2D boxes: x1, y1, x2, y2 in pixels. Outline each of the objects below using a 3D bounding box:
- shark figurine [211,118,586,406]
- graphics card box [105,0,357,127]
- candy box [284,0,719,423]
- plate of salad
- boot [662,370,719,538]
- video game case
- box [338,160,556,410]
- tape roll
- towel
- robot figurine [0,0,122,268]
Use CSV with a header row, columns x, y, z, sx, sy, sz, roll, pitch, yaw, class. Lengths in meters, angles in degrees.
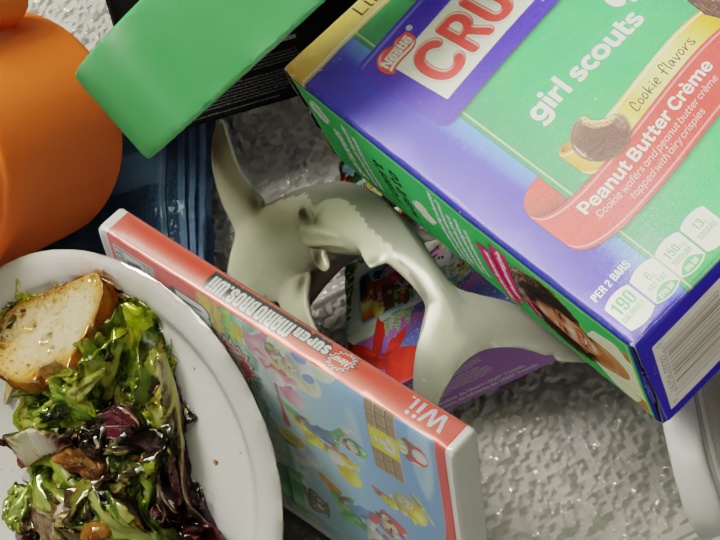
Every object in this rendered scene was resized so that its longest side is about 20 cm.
x,y,z,sx,sy,sz,roll,pitch,yaw,class
0.008,-0.012,0.844,0.089,0.130,0.214,-16,11,-32,shark figurine
-0.073,-0.177,0.920,0.124,0.202,0.051,-17,23,-3,graphics card box
0.099,-0.068,0.758,0.169,0.077,0.200,-44,56,-10,candy box
-0.121,0.091,0.846,0.198,0.048,0.202,10,110,30,plate of salad
0.180,0.015,0.829,0.095,0.074,0.202,-11,57,22,boot
-0.027,0.067,0.830,0.199,0.144,0.017,30,60,29,video game case
0.074,-0.026,0.863,0.199,0.039,0.138,-27,51,36,box
-0.030,-0.131,0.801,0.200,0.200,0.048,-43,96,-7,tape roll
-0.130,-0.026,0.981,0.110,0.049,0.202,-11,59,15,towel
-0.188,-0.052,0.884,0.144,0.200,0.117,-39,86,33,robot figurine
